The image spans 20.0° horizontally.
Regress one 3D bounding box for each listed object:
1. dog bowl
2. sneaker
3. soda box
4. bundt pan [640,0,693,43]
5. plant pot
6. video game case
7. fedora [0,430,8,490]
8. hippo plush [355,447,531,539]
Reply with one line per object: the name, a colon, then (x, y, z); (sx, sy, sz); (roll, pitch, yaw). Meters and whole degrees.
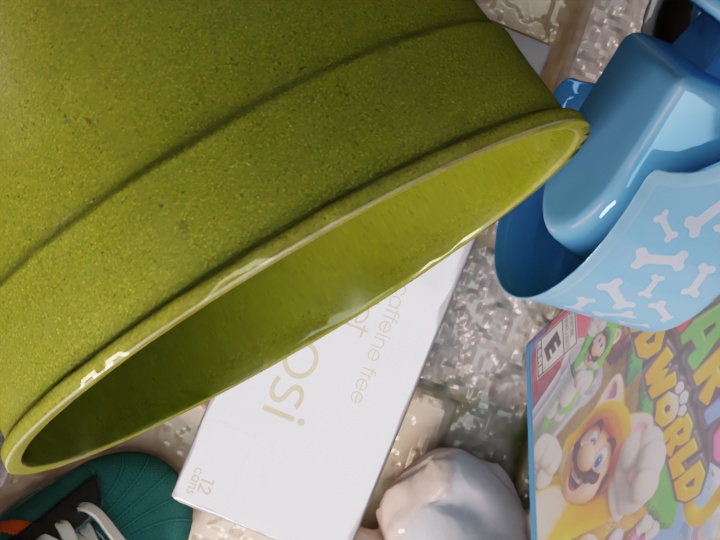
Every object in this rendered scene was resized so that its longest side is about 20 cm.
dog bowl: (0.116, -0.068, 0.646); (0.050, 0.112, 0.200); (27, 103, -16)
sneaker: (-0.131, 0.133, 0.749); (0.200, 0.080, 0.071); (-39, 94, -30)
soda box: (0.000, 0.000, 0.743); (0.068, 0.064, 0.200); (22, 89, -1)
bundt pan: (0.196, -0.094, 0.725); (0.201, 0.076, 0.202); (1, 104, 3)
plant pot: (-0.065, -0.071, 0.625); (0.200, 0.200, 0.193); (-32, 82, 10)
video game case: (0.116, 0.030, 0.643); (0.018, 0.143, 0.200); (22, 136, -22)
fedora: (-0.174, 0.014, 0.747); (0.200, 0.092, 0.201); (8, 104, 34)
hippo plush: (0.037, 0.179, 0.753); (0.159, 0.161, 0.200); (-2, 102, 4)
